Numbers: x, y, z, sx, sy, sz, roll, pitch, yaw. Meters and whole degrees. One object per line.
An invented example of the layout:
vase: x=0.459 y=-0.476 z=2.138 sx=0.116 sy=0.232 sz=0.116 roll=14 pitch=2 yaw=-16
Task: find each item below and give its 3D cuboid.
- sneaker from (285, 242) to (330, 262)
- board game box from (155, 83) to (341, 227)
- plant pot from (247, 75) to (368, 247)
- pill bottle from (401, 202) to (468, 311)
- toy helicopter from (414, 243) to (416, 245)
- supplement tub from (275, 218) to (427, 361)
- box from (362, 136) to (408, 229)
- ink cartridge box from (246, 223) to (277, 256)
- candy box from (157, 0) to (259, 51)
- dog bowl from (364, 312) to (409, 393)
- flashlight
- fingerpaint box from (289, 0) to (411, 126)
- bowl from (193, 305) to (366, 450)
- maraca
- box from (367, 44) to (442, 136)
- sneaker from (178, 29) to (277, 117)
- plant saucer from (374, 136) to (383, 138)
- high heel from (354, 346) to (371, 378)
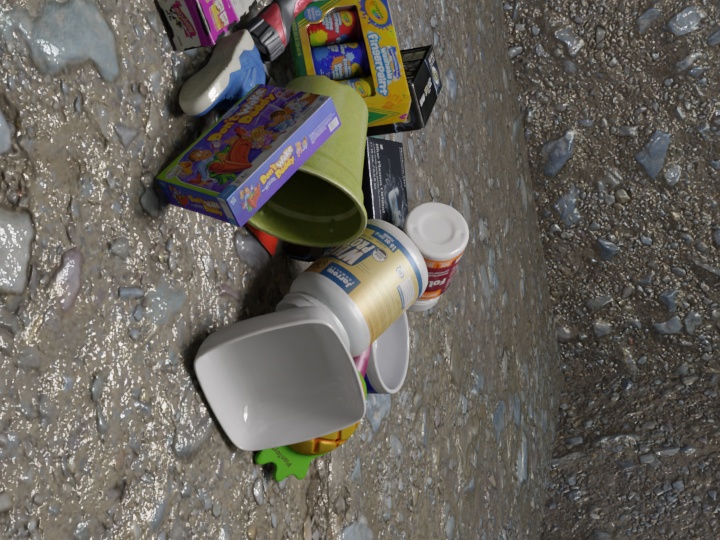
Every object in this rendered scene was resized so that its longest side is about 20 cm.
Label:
sneaker: x=-0.072 y=-0.107 z=1.387 sx=0.073 sy=0.082 sz=0.201 roll=51 pitch=43 yaw=-53
board game box: x=-0.137 y=-0.148 z=1.066 sx=0.200 sy=0.134 sz=0.045 roll=-50 pitch=138 yaw=-27
plant pot: x=-0.071 y=-0.163 z=1.207 sx=0.201 sy=0.199 sz=0.185 roll=55 pitch=41 yaw=-52
pill bottle: x=0.114 y=-0.018 z=1.505 sx=0.200 sy=0.114 sz=0.115 roll=103 pitch=-2 yaw=-57
toy helicopter: x=0.000 y=0.000 z=1.402 sx=0.132 sy=0.199 sz=0.079 roll=14 pitch=54 yaw=-66
supplement tub: x=-0.012 y=0.035 z=1.252 sx=0.200 sy=0.144 sz=0.145 roll=-42 pitch=130 yaw=-30
box: x=0.002 y=-0.132 z=1.536 sx=0.200 sy=0.117 sz=0.198 roll=-14 pitch=100 yaw=-69
ink cartridge box: x=-0.128 y=-0.148 z=1.301 sx=0.163 sy=0.057 sz=0.201 roll=55 pitch=33 yaw=-53
candy box: x=-0.202 y=-0.394 z=1.135 sx=0.200 sy=0.061 sz=0.137 roll=-64 pitch=144 yaw=-50
dog bowl: x=0.024 y=0.128 z=1.595 sx=0.200 sy=0.078 sz=0.201 roll=-3 pitch=90 yaw=-68
flashlight: x=-0.091 y=-0.397 z=1.286 sx=0.200 sy=0.068 sz=0.068 roll=-46 pitch=166 yaw=-17
fingerpaint box: x=-0.022 y=-0.331 z=1.367 sx=0.073 sy=0.166 sz=0.201 roll=104 pitch=-23 yaw=-72
bowl: x=-0.103 y=0.134 z=1.141 sx=0.075 sy=0.199 sz=0.200 roll=-97 pitch=170 yaw=-54
maraca: x=-0.071 y=0.220 z=1.264 sx=0.200 sy=0.107 sz=0.137 roll=-48 pitch=116 yaw=-13
box: x=0.027 y=-0.311 z=1.510 sx=0.164 sy=0.199 sz=0.086 roll=-68 pitch=146 yaw=-49
sneaker: x=-0.171 y=-0.236 z=1.164 sx=0.111 sy=0.076 sz=0.200 roll=60 pitch=26 yaw=-31
plant saucer: x=0.046 y=-0.187 z=1.761 sx=0.200 sy=0.036 sz=0.201 roll=-4 pitch=90 yaw=-69
high heel: x=-0.002 y=0.136 z=1.451 sx=0.200 sy=0.067 sz=0.096 roll=-53 pitch=130 yaw=-30
